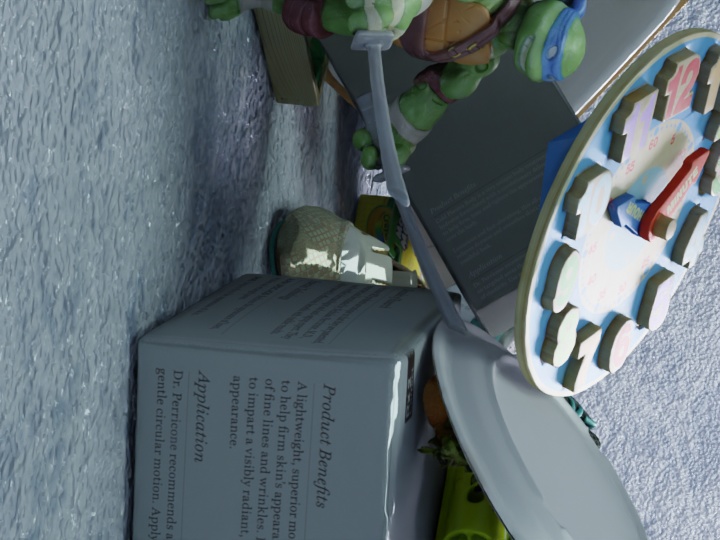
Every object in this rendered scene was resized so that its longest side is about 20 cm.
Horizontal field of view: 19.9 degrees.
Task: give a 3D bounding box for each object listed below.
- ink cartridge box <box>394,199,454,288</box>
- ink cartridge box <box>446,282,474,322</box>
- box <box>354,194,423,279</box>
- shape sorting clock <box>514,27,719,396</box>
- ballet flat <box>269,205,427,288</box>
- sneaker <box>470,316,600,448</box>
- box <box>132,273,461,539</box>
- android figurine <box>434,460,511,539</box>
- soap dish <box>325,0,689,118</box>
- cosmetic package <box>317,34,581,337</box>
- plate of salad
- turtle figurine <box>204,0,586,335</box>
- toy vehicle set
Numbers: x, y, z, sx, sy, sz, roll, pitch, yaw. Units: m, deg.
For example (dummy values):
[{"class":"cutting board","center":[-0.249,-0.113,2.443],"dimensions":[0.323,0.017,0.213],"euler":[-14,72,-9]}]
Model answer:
[{"class":"ink cartridge box","center":[0.068,-0.091,1.432],"dimensions":[0.146,0.084,0.202],"euler":[-57,130,-68]},{"class":"ink cartridge box","center":[0.082,0.044,1.338],"dimensions":[0.201,0.050,0.163],"euler":[-57,159,-24]},{"class":"box","center":[0.020,0.032,1.493],"dimensions":[0.201,0.048,0.118],"euler":[79,19,-59]},{"class":"shape sorting clock","center":[0.140,-0.027,1.035],"dimensions":[0.200,0.039,0.201],"euler":[-36,138,-40]},{"class":"ballet flat","center":[0.000,0.000,1.286],"dimensions":[0.200,0.062,0.068],"euler":[29,61,-72]},{"class":"sneaker","center":[0.105,0.083,1.244],"dimensions":[0.078,0.091,0.200],"euler":[-56,157,-16]},{"class":"box","center":[-0.029,0.117,1.049],"dimensions":[0.200,0.129,0.201],"euler":[-36,130,-76]},{"class":"android figurine","center":[0.064,0.164,1.118],"dimensions":[0.183,0.041,0.201],"euler":[85,15,-45]},{"class":"soap dish","center":[0.084,-0.157,1.257],"dimensions":[0.200,0.157,0.081],"euler":[-47,-165,14]},{"class":"cosmetic package","center":[0.064,-0.077,1.144],"dimensions":[0.201,0.106,0.090],"euler":[62,3,17]},{"class":"plate of salad","center":[0.089,0.114,1.020],"dimensions":[0.200,0.048,0.201],"euler":[49,18,-21]},{"class":"turtle figurine","center":[-0.005,-0.102,0.970],"dimensions":[0.201,0.193,0.144],"euler":[-64,157,8]},{"class":"toy vehicle set","center":[-0.027,-0.214,1.194],"dimensions":[0.125,0.026,0.202],"euler":[78,20,-57]}]
